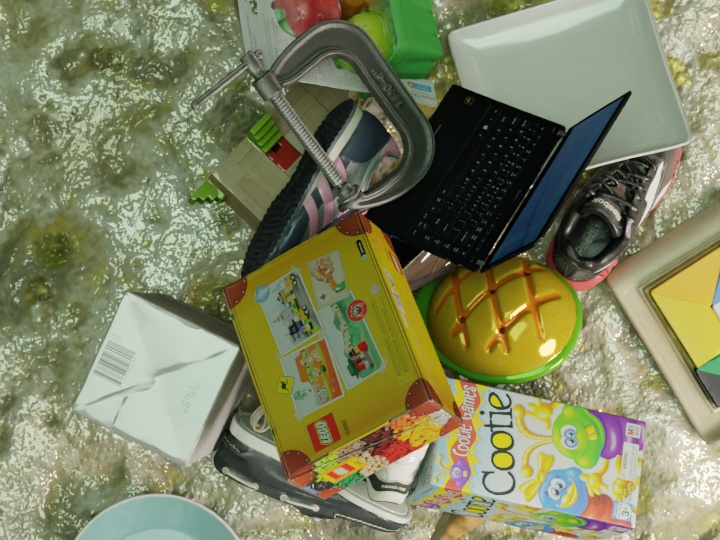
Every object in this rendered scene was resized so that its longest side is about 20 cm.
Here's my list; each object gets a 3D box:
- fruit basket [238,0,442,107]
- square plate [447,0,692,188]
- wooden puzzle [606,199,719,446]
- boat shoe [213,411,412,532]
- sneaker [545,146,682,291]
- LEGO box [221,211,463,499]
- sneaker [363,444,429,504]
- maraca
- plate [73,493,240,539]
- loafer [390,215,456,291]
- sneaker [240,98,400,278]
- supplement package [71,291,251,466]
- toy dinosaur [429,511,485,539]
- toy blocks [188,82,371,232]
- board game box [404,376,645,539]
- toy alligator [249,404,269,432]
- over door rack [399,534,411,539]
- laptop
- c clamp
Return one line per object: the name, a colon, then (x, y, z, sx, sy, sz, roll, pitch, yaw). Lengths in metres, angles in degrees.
fruit basket: (-0.029, -0.241, 1.706, 0.198, 0.094, 0.187, 3, 58, -22)
square plate: (0.199, -0.173, 1.726, 0.198, 0.028, 0.200, -16, 61, 7)
wooden puzzle: (0.363, 0.040, 1.733, 0.184, 0.037, 0.201, -32, 85, 3)
boat shoe: (-0.047, 0.207, 1.742, 0.199, 0.076, 0.061, 29, 109, -1)
sneaker: (0.248, -0.072, 1.717, 0.071, 0.098, 0.201, 33, 89, 7)
LEGO box: (-0.018, 0.074, 1.584, 0.148, 0.077, 0.201, -29, 62, 14)
sneaker: (0.009, 0.150, 1.684, 0.075, 0.200, 0.088, 11, 106, -12)
maraca: (0.115, 0.042, 1.719, 0.198, 0.107, 0.138, 13, 59, 23)
plate: (-0.199, 0.320, 1.769, 0.198, 0.026, 0.202, 0, 87, 4)
loafer: (0.000, 0.000, 1.687, 0.199, 0.071, 0.073, -32, 60, -8)
sneaker: (-0.033, -0.056, 1.674, 0.082, 0.070, 0.201, 34, 87, -25)
supplement package: (-0.175, 0.098, 1.688, 0.119, 0.200, 0.122, 25, 90, 5)
toy dinosaur: (0.098, 0.229, 1.733, 0.106, 0.060, 0.200, 45, 91, 3)
toy blocks: (-0.048, -0.095, 1.742, 0.137, 0.100, 0.200, 43, 76, -3)
board game box: (0.150, 0.178, 1.673, 0.198, 0.103, 0.106, 13, 72, -11)
toy alligator: (-0.056, 0.069, 1.744, 0.054, 0.059, 0.200, 25, 68, 42)
over door rack: (0.041, 0.376, 1.713, 0.147, 0.067, 0.201, 35, 101, 4)
laptop: (0.120, -0.100, 1.625, 0.199, 0.104, 0.178, 24, 65, 24)
c clamp: (-0.031, -0.133, 1.626, 0.171, 0.027, 0.200, -46, 104, -16)
